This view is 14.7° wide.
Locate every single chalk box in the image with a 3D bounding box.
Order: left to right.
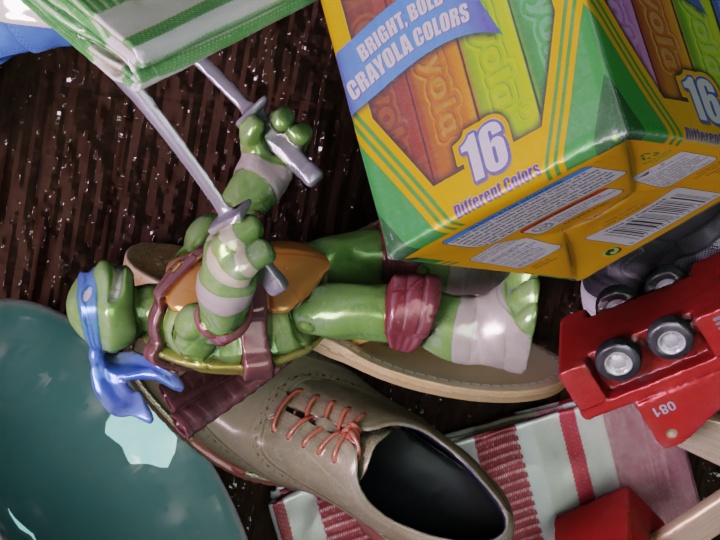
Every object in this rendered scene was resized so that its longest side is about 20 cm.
[{"bbox_3d":[0.067,-0.113,1.109,0.125,0.124,0.200,-30,68,36],"label":"chalk box"}]

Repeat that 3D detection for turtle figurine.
[{"bbox_3d":[-0.023,-0.027,1.168,0.194,0.144,0.200,4,85,-6],"label":"turtle figurine"}]

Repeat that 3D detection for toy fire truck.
[{"bbox_3d":[0.158,0.065,1.244,0.200,0.049,0.141,-23,119,19],"label":"toy fire truck"}]

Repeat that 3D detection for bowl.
[{"bbox_3d":[-0.146,0.124,1.223,0.105,0.201,0.201,-36,107,21],"label":"bowl"}]

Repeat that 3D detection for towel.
[{"bbox_3d":[-0.113,-0.156,1.132,0.200,0.152,0.023,38,133,20],"label":"towel"},{"bbox_3d":[0.067,0.140,1.332,0.200,0.023,0.144,-16,108,-3],"label":"towel"}]

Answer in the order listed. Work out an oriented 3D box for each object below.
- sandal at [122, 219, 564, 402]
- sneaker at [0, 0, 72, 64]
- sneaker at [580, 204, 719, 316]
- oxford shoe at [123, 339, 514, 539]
[{"bbox_3d":[0.000,0.002,1.256,0.211,0.078,0.070,12,112,-6],"label":"sandal"},{"bbox_3d":[-0.176,-0.083,1.179,0.200,0.077,0.111,4,113,28],"label":"sneaker"},{"bbox_3d":[0.191,-0.028,1.247,0.200,0.076,0.114,-6,129,11],"label":"sneaker"},{"bbox_3d":[-0.014,0.070,1.258,0.200,0.075,0.071,28,74,-1],"label":"oxford shoe"}]
